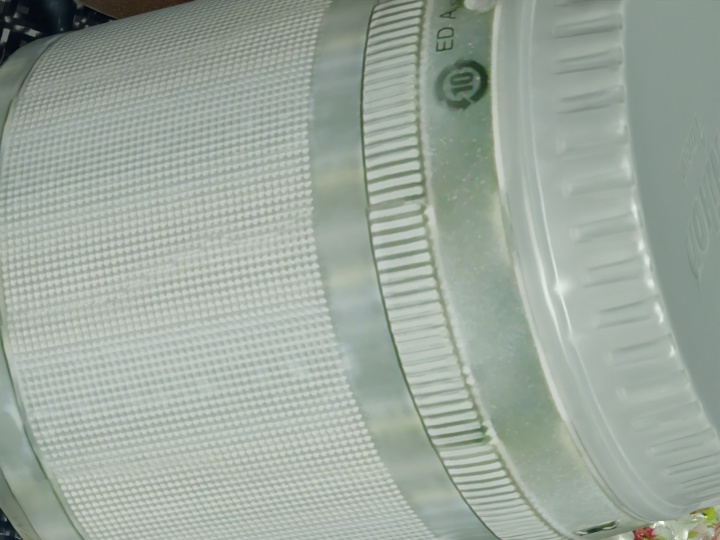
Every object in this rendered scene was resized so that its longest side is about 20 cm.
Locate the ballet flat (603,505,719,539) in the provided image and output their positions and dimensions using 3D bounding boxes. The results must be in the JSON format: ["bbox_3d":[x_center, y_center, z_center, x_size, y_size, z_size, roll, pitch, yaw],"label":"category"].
[{"bbox_3d":[0.086,-0.003,0.777,0.075,0.064,0.201,-3,90,-6],"label":"ballet flat"}]

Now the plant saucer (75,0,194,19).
[{"bbox_3d":[-0.041,-0.171,0.785,0.200,0.034,0.201,0,89,-4],"label":"plant saucer"}]

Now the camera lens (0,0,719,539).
[{"bbox_3d":[0.000,0.000,0.695,0.199,0.160,0.161,-12,90,23],"label":"camera lens"}]
